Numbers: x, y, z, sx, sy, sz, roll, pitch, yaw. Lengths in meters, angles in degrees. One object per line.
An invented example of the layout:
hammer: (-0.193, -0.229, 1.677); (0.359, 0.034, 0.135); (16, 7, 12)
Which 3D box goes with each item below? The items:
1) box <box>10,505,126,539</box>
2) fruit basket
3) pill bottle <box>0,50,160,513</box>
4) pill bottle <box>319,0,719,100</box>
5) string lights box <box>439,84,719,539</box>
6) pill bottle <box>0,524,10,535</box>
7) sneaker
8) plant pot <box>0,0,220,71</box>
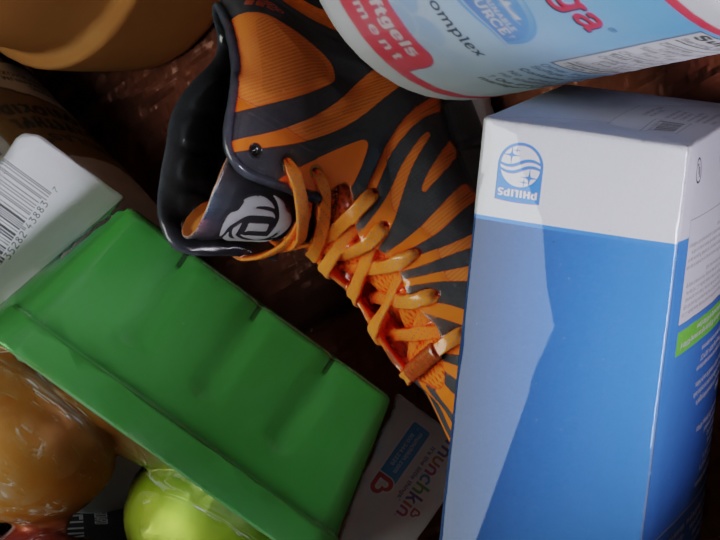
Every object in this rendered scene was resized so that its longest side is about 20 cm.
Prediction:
box: (-0.108, 0.182, 1.031); (0.158, 0.050, 0.201); (-116, 27, -74)
fruit basket: (-0.092, 0.087, 0.900); (0.200, 0.185, 0.094); (-55, 7, 1)
pill bottle: (-0.134, -0.004, 1.035); (0.200, 0.114, 0.115); (44, 130, 39)
pill bottle: (0.080, -0.109, 0.732); (0.200, 0.108, 0.109); (-8, 90, 54)
string lights box: (0.063, 0.055, 0.771); (0.059, 0.103, 0.201); (9, 101, 16)
pill bottle: (-0.199, 0.093, 1.056); (0.112, 0.200, 0.113); (3, 103, 12)
sneaker: (0.000, 0.000, 0.857); (0.078, 0.112, 0.201); (-45, 62, 48)
plant pot: (-0.145, -0.166, 0.999); (0.200, 0.140, 0.201); (16, 110, 51)
